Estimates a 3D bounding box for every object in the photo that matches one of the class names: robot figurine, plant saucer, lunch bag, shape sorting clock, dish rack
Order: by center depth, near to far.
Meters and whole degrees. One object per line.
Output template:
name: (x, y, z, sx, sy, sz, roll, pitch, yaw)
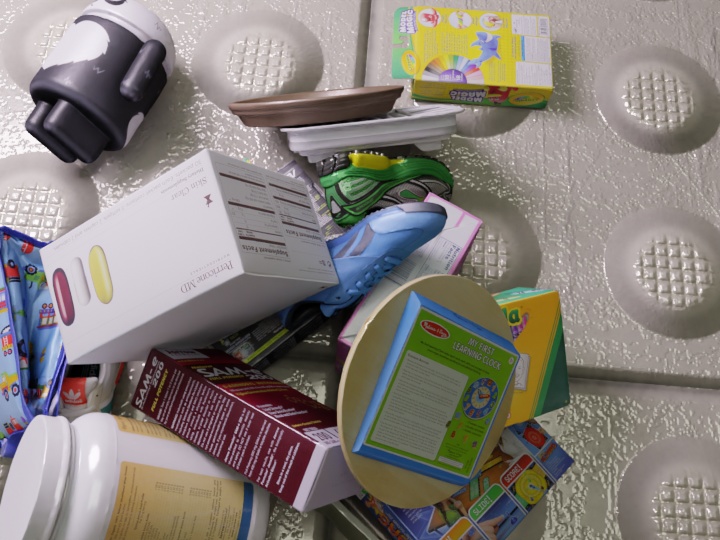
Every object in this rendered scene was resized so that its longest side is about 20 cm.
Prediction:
shape sorting clock: (0.061, 0.102, 0.665, 0.200, 0.200, 0.039, -47, 33, -19)
lunch bag: (-0.337, 0.080, 0.762, 0.094, 0.150, 0.201, 11, 66, -40)
plant saucer: (-0.049, -0.187, 0.890, 0.199, 0.200, 0.030, -8, 105, -6)
dish rack: (0.009, -0.157, 0.892, 0.199, 0.172, 0.044, -7, 105, -5)
robot figurine: (-0.299, -0.222, 0.905, 0.150, 0.125, 0.200, 24, 69, 4)

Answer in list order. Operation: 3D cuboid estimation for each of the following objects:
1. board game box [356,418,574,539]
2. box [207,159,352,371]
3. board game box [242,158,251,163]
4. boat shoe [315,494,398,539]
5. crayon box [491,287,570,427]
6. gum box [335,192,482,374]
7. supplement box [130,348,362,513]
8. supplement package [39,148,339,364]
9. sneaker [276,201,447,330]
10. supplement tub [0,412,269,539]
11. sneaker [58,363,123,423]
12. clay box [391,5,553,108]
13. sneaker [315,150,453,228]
board game box: (0.104, 0.198, 0.768, 0.200, 0.034, 0.135, -31, 72, -37)
box: (-0.100, 0.001, 0.843, 0.200, 0.044, 0.160, -38, 75, -10)
board game box: (-0.101, -0.031, 0.893, 0.096, 0.030, 0.200, -41, 78, -16)
boat shoe: (0.006, 0.235, 0.765, 0.201, 0.072, 0.061, 42, 62, 6)
crayon box: (0.106, 0.092, 0.750, 0.200, 0.058, 0.119, -11, 98, -30)
gum box: (0.052, 0.024, 0.830, 0.066, 0.114, 0.200, 30, 70, 9)
supplement box: (-0.093, 0.135, 0.704, 0.200, 0.109, 0.061, 23, 95, 26)
supplement package: (-0.151, -0.002, 0.706, 0.200, 0.156, 0.111, -26, 75, 23)
sneaker: (0.000, 0.000, 0.753, 0.200, 0.066, 0.079, -24, 63, 25)
supplement tub: (-0.197, 0.206, 0.688, 0.200, 0.145, 0.145, 19, 64, -30)
sneaker: (-0.282, 0.145, 0.774, 0.070, 0.093, 0.200, 4, 68, -1)
clay box: (0.138, -0.270, 0.991, 0.199, 0.048, 0.115, 4, 68, 0)
sneaker: (0.031, -0.080, 0.864, 0.200, 0.078, 0.085, -6, 87, -45)
